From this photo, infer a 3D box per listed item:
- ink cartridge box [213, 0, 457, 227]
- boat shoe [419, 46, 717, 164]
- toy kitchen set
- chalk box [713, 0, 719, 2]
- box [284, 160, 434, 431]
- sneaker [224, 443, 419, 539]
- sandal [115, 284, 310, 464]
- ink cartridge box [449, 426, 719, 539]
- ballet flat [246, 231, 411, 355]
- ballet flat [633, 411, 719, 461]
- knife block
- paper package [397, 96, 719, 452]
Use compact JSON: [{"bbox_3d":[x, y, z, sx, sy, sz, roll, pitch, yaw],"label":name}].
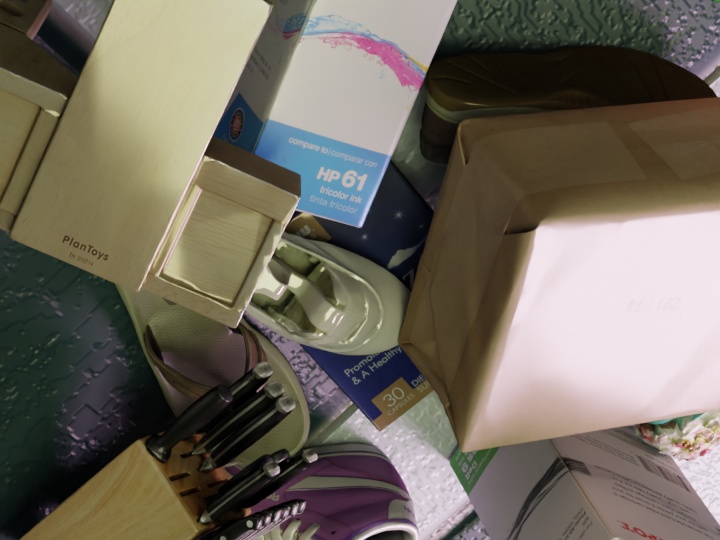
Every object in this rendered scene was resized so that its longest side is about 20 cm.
[{"bbox_3d":[-0.015,-0.147,1.088,0.085,0.145,0.200,14,109,-22],"label":"ink cartridge box"},{"bbox_3d":[0.127,-0.094,1.208,0.201,0.072,0.066,-1,134,-24],"label":"boat shoe"},{"bbox_3d":[-0.121,-0.106,1.034,0.200,0.180,0.163,24,108,-10],"label":"toy kitchen set"},{"bbox_3d":[0.253,-0.258,1.126,0.124,0.124,0.200,7,114,-20],"label":"chalk box"},{"bbox_3d":[0.000,0.000,1.236,0.121,0.032,0.200,-38,119,5],"label":"box"},{"bbox_3d":[-0.061,0.170,1.257,0.200,0.114,0.073,-12,120,-9],"label":"sneaker"},{"bbox_3d":[-0.098,0.051,1.217,0.080,0.057,0.201,-31,120,0],"label":"sandal"},{"bbox_3d":[0.161,0.172,1.272,0.146,0.200,0.084,26,107,-26],"label":"ink cartridge box"},{"bbox_3d":[-0.045,0.009,1.172,0.200,0.069,0.069,29,105,-26],"label":"ballet flat"},{"bbox_3d":[0.278,0.065,1.333,0.200,0.076,0.064,-31,128,11],"label":"ballet flat"},{"bbox_3d":[-0.128,0.132,1.202,0.064,0.200,0.176,-8,106,-61],"label":"knife block"},{"bbox_3d":[0.146,0.002,1.173,0.200,0.103,0.191,-7,132,-25],"label":"paper package"}]
